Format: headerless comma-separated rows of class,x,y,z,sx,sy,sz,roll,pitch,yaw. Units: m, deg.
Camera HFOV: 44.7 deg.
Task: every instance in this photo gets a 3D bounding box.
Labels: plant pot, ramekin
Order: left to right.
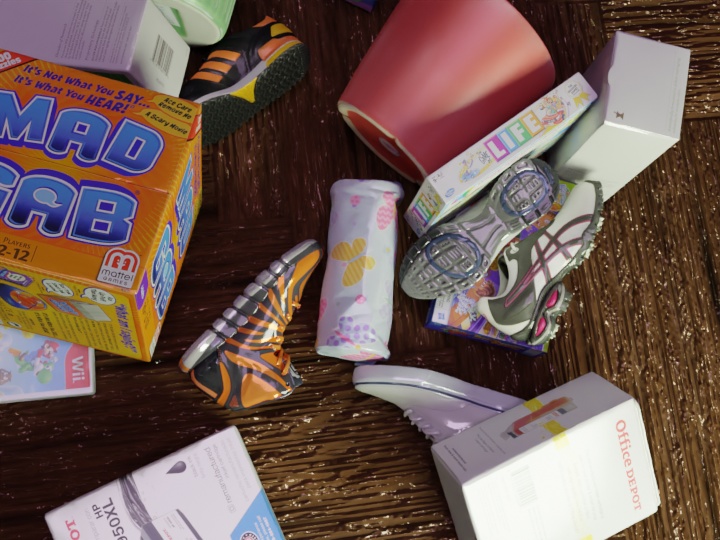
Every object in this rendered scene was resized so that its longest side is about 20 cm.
ramekin,-0.224,-0.318,0.939,0.199,0.200,0.098,11,84,-5
plant pot,0.083,-0.200,0.961,0.200,0.200,0.178,40,87,3

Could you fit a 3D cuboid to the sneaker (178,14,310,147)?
sneaker,-0.158,-0.216,0.996,0.200,0.070,0.090,-35,63,-10

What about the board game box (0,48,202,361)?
board game box,-0.277,-0.054,0.854,0.199,0.200,0.201,15,66,-4

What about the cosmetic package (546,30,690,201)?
cosmetic package,0.274,-0.161,0.961,0.084,0.200,0.108,14,77,-4

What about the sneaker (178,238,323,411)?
sneaker,-0.089,0.066,0.937,0.112,0.078,0.200,43,87,-1

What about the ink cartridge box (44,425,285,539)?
ink cartridge box,-0.187,0.262,0.869,0.199,0.084,0.145,-24,81,-11

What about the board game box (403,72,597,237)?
board game box,0.143,-0.117,0.923,0.200,0.134,0.034,-35,84,-14

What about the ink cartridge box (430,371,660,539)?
ink cartridge box,0.191,0.215,0.901,0.199,0.083,0.146,-22,111,-11

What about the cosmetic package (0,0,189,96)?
cosmetic package,-0.296,-0.231,0.916,0.199,0.108,0.085,8,77,16

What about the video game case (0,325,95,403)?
video game case,-0.385,0.068,0.921,0.199,0.017,0.144,-4,78,-9

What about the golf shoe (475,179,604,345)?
golf shoe,0.199,-0.020,0.940,0.088,0.077,0.201,25,75,6

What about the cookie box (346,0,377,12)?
cookie box,-0.017,-0.440,1.050,0.171,0.075,0.201,25,75,-1

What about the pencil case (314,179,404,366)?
pencil case,0.000,0.000,0.951,0.083,0.091,0.201,3,76,12

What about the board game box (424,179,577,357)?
board game box,0.162,-0.017,0.995,0.134,0.045,0.201,15,76,-4

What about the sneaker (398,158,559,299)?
sneaker,0.128,-0.037,0.937,0.200,0.087,0.075,-37,86,6

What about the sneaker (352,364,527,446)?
sneaker,0.085,0.151,0.934,0.199,0.073,0.071,15,73,-4
